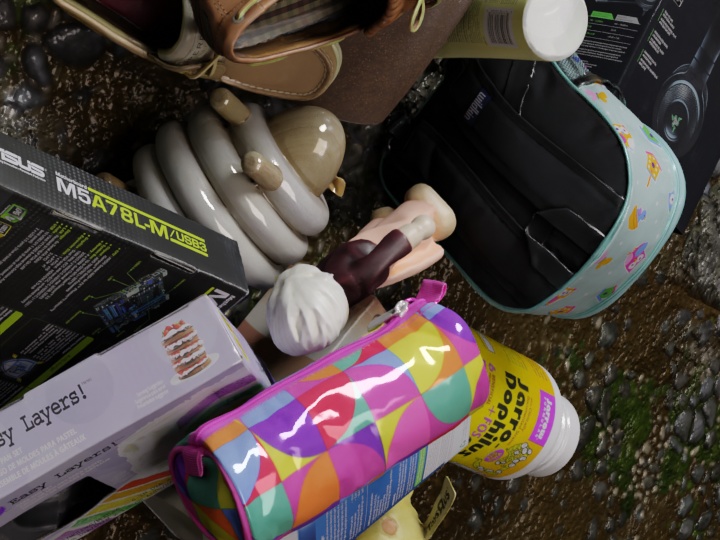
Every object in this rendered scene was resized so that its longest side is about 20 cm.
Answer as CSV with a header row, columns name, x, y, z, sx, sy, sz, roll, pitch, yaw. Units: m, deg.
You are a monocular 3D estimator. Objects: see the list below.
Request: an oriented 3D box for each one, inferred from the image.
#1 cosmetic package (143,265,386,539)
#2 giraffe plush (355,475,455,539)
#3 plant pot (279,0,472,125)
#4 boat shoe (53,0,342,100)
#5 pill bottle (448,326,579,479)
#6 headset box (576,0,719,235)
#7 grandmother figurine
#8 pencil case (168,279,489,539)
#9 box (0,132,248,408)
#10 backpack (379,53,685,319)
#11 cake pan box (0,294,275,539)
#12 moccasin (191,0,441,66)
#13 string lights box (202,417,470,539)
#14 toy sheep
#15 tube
name,x,y,z,sx,sy,sz,roll,pitch,yaw
cosmetic package,-0.062,0.105,1.063,0.200,0.103,0.087,-52,133,-20
giraffe plush,-0.031,0.234,1.116,0.161,0.173,0.201,4,113,-22
plant pot,0.003,-0.205,0.984,0.186,0.187,0.201,2,115,-44
boat shoe,-0.105,-0.147,0.905,0.199,0.067,0.074,21,120,-14
pill bottle,0.094,0.107,1.209,0.200,0.104,0.105,27,85,-45
headset box,0.243,-0.162,1.268,0.174,0.093,0.201,37,77,-44
grandmother figurine,0.000,0.000,0.985,0.061,0.121,0.200,49,34,0
pencil case,-0.016,0.087,0.888,0.200,0.088,0.089,-32,124,-31
box,-0.200,0.021,0.864,0.200,0.048,0.193,-38,142,26
backpack,0.135,-0.063,1.098,0.153,0.200,0.176,19,117,-46
cake pan box,-0.149,0.101,0.907,0.199,0.052,0.184,-29,162,-4
moccasin,0.005,-0.167,0.856,0.200,0.078,0.074,-18,134,-20
string lights box,-0.011,0.122,0.985,0.200,0.059,0.103,-34,144,-32
toy sheep,-0.095,-0.040,0.962,0.199,0.138,0.138,-30,131,10
tube,0.081,-0.177,1.039,0.058,0.200,0.052,-38,115,-17
